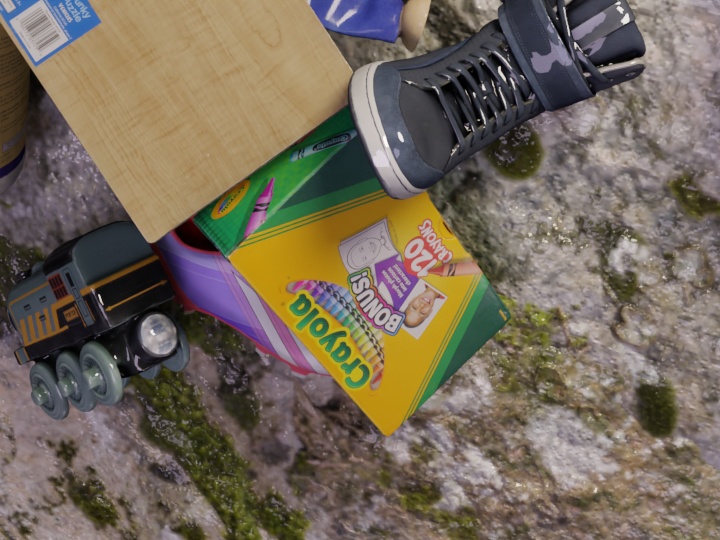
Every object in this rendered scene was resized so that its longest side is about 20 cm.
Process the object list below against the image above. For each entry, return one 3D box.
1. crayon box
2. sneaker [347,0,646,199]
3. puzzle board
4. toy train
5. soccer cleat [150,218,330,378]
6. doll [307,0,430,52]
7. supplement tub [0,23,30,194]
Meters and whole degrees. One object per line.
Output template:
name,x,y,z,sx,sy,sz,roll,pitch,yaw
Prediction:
crayon box,0.000,0.000,0.794,0.119,0.058,0.200,-43,130,-4
sneaker,0.080,-0.110,0.701,0.145,0.202,0.078,-22,101,24
puzzle board,-0.113,-0.141,0.707,0.150,0.017,0.201,-34,92,-2
toy train,-0.195,0.037,0.907,0.199,0.085,0.115,-19,95,55
soccer cleat,-0.062,0.015,0.890,0.198,0.067,0.077,24,124,7
doll,-0.052,-0.197,0.746,0.197,0.139,0.048,15,165,-6
supplement tub,-0.285,-0.155,0.818,0.143,0.146,0.202,18,121,7
